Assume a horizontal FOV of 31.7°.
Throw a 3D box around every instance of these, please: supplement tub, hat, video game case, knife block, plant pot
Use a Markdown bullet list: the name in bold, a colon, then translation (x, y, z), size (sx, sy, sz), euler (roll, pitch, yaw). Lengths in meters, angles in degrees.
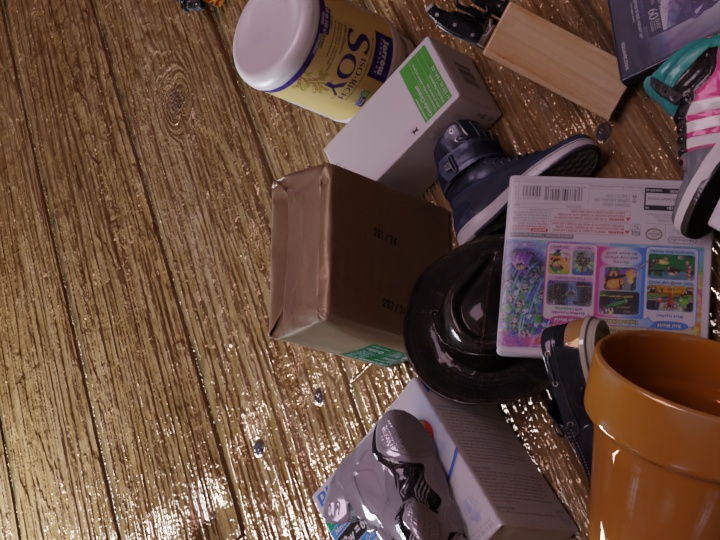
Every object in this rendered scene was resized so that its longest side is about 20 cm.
- **supplement tub**: translation (-0.040, -0.267, 1.570), size (0.145, 0.200, 0.145), euler (-18, 65, 44)
- **hat**: translation (0.130, 0.034, 1.300), size (0.200, 0.081, 0.201), euler (-5, 59, 8)
- **video game case**: translation (0.342, -0.285, 1.274), size (0.200, 0.019, 0.143), euler (-24, 55, 35)
- **knife block**: translation (0.171, -0.244, 1.350), size (0.200, 0.176, 0.064), euler (41, 109, 46)
- **plant pot**: translation (0.281, 0.173, 1.099), size (0.200, 0.200, 0.183), euler (31, 116, 48)
- **video game case**: translation (0.238, -0.001, 1.234), size (0.200, 0.024, 0.182), euler (3, 78, 13)

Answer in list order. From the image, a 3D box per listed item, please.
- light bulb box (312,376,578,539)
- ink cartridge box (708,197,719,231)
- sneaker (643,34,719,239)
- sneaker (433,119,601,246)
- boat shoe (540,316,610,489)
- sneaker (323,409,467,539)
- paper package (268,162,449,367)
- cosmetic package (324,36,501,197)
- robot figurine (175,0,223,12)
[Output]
- **light bulb box**: translation (0.082, 0.253, 1.323), size (0.198, 0.125, 0.200), euler (-52, 46, 22)
- **ink cartridge box**: translation (0.419, -0.058, 1.077), size (0.200, 0.084, 0.145), euler (36, 109, 45)
- **sneaker**: translation (0.317, -0.139, 1.205), size (0.121, 0.084, 0.200), euler (30, 97, 42)
- **sneaker**: translation (0.163, -0.126, 1.395), size (0.202, 0.077, 0.146), euler (-37, 55, 35)
- **boat shoe**: translation (0.213, 0.132, 1.201), size (0.062, 0.075, 0.200), euler (-1, 120, 28)
- **sneaker**: translation (0.032, 0.244, 1.234), size (0.115, 0.075, 0.200), euler (-42, 45, 30)
- **paper package**: translation (0.000, 0.000, 1.438), size (0.103, 0.200, 0.191), euler (-17, 65, 43)
- **cosmetic package**: translation (0.060, -0.165, 1.515), size (0.200, 0.085, 0.108), euler (-45, 51, 27)
- **robot figurine**: translation (-0.248, -0.482, 1.975), size (0.145, 0.058, 0.200), euler (-57, 43, 18)
